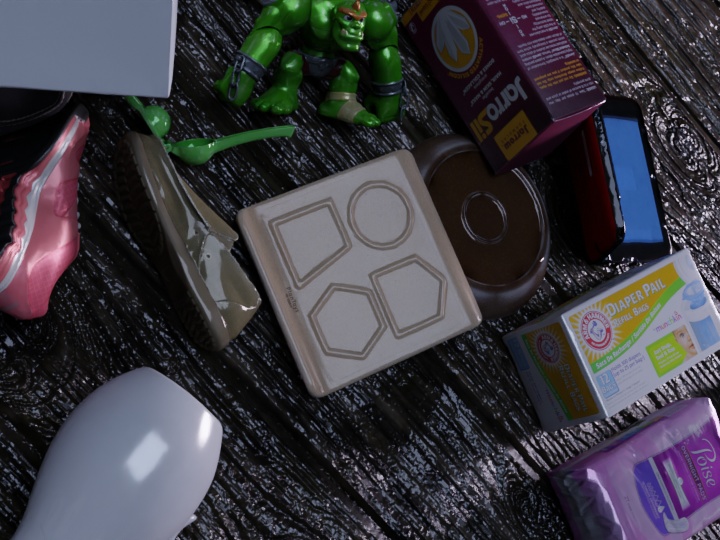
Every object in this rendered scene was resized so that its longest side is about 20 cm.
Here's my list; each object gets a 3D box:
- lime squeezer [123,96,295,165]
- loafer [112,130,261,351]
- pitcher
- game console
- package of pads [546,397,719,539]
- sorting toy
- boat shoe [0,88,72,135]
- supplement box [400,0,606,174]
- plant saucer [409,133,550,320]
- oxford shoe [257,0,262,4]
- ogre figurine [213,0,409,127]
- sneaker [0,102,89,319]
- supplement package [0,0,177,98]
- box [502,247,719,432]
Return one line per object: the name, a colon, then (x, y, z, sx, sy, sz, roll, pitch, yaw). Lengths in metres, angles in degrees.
lime squeezer: (-0.163, -0.136, 0.973, 0.199, 0.071, 0.038, 24, 29, -14)
loafer: (-0.150, -0.030, 0.945, 0.067, 0.076, 0.201, -28, 99, -33)
pitcher: (-0.183, 0.193, 0.844, 0.200, 0.121, 0.172, -53, 123, -19)
game console: (0.288, -0.116, 1.185, 0.118, 0.172, 0.202, -9, 78, -3)
package of pads: (0.293, 0.220, 1.106, 0.199, 0.076, 0.121, -21, 88, -32)
sorting toy: (0.000, 0.000, 1.027, 0.199, 0.036, 0.186, -22, 86, -25)
boat shoe: (-0.324, -0.129, 0.853, 0.198, 0.063, 0.073, -8, 116, -15)
supplement box: (0.143, -0.216, 1.117, 0.085, 0.110, 0.201, -23, 77, -35)
plant saucer: (0.121, -0.051, 1.121, 0.199, 0.032, 0.202, 9, 70, -27)
oxford shoe: (-0.098, -0.298, 1.058, 0.199, 0.075, 0.058, 13, 41, -25)
ogre figurine: (-0.037, -0.206, 1.036, 0.198, 0.098, 0.121, 7, 106, -14)
sneaker: (-0.265, -0.048, 0.900, 0.087, 0.073, 0.201, 53, 42, -45)
supplement package: (-0.237, -0.237, 0.837, 0.190, 0.200, 0.148, 2, 117, -12)
box: (0.262, 0.070, 1.118, 0.199, 0.101, 0.113, -24, 87, -32)
